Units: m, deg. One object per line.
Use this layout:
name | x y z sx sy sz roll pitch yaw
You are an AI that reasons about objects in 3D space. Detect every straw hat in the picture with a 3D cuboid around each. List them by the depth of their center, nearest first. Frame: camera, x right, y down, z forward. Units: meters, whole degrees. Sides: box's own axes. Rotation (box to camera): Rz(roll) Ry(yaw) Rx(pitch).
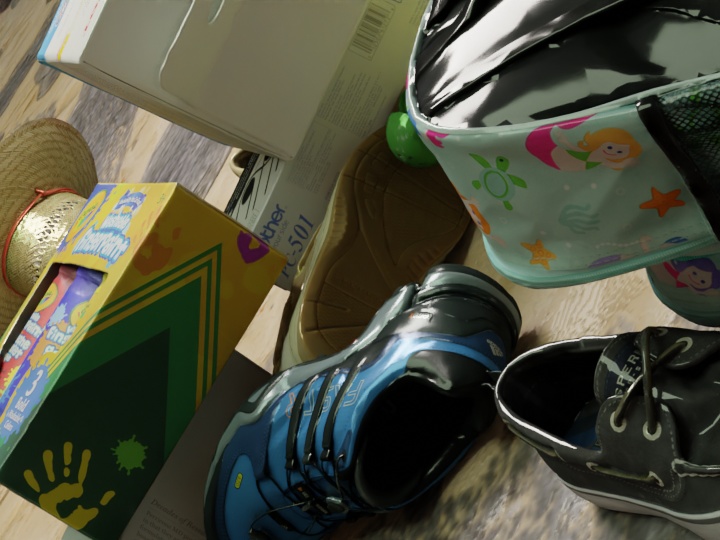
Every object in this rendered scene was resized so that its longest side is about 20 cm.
straw hat | -0.238 -0.017 1.771 0.085 0.201 0.201 16 67 28

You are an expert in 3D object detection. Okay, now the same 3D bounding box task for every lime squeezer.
lime squeezer | 0.036 -0.093 1.138 0.200 0.038 0.071 -61 -24 -71

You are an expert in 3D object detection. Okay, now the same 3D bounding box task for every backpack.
backpack | 0.121 -0.073 0.765 0.199 0.151 0.178 -15 35 21

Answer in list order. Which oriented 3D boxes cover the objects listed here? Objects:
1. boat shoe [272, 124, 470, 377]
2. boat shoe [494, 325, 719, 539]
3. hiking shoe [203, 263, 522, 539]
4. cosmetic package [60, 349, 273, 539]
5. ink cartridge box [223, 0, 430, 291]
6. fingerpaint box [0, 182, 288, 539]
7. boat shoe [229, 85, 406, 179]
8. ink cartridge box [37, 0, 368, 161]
boat shoe | 0.000 0.000 1.128 0.069 0.074 0.200 -52 6 43
boat shoe | 0.106 0.047 0.771 0.070 0.066 0.200 -59 17 -11
hiking shoe | -0.009 0.080 1.004 0.200 0.074 0.087 -46 19 28
cosmetic package | -0.103 0.146 1.124 0.113 0.081 0.200 -37 25 48
ink cartridge box | -0.015 -0.091 1.208 0.201 0.044 0.094 -64 15 2
fingerpaint box | -0.133 0.041 1.143 0.167 0.073 0.200 -58 16 -7
boat shoe | -0.018 -0.074 1.307 0.200 0.076 0.072 -28 30 53
ink cartridge box | -0.080 -0.142 1.180 0.129 0.125 0.200 -65 17 0
